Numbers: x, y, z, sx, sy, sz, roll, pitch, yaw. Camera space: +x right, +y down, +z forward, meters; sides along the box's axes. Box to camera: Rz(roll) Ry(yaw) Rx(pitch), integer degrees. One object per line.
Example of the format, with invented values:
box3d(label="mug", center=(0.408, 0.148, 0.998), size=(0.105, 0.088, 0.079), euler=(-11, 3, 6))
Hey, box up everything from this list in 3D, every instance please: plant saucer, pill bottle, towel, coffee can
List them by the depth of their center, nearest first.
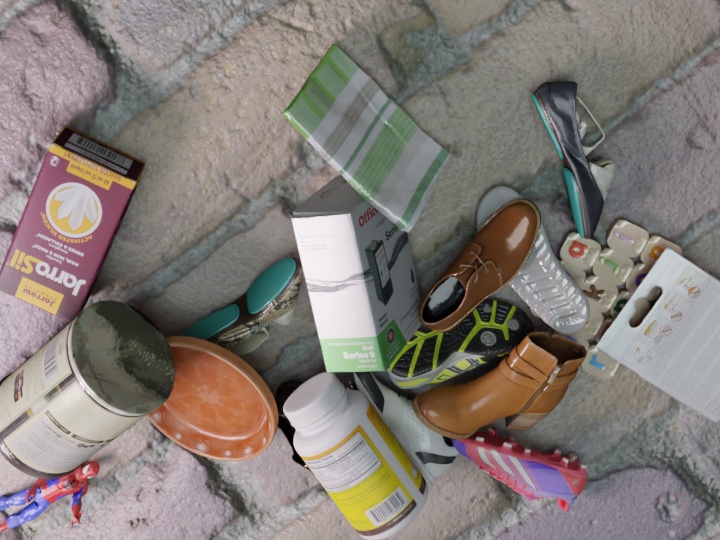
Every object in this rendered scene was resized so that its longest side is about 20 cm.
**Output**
box3d(label="towel", center=(0.013, -0.157, 1.434), size=(0.200, 0.150, 0.031), euler=(43, 135, -15))
box3d(label="coffee can", center=(-0.339, 0.147, 1.497), size=(0.146, 0.147, 0.199), euler=(44, 127, -15))
box3d(label="pill bottle", center=(-0.009, 0.226, 1.522), size=(0.109, 0.109, 0.201), euler=(-32, 107, 10))
box3d(label="plant saucer", center=(-0.195, 0.160, 1.562), size=(0.198, 0.032, 0.202), euler=(14, 132, 15))

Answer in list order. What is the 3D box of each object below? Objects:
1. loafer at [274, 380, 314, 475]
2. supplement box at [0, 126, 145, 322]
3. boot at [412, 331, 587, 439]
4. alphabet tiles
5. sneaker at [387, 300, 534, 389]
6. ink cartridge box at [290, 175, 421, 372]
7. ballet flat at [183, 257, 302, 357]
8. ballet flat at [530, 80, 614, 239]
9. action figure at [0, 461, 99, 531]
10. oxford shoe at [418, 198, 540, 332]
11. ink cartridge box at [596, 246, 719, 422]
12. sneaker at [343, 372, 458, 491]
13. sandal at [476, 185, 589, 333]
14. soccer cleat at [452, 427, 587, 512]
box3d(label="loafer", center=(-0.056, 0.240, 1.599), size=(0.073, 0.071, 0.201), euler=(-28, 104, 39))
box3d(label="supplement box", center=(-0.351, -0.055, 1.492), size=(0.109, 0.086, 0.202), euler=(24, 108, -9))
box3d(label="boot", center=(0.173, 0.136, 1.533), size=(0.198, 0.074, 0.155), euler=(1, 140, -29))
box3d(label="alphabet tiles", center=(0.322, 0.038, 1.571), size=(0.194, 0.015, 0.202), euler=(23, 108, -11))
box3d(label="sneaker", center=(0.124, 0.095, 1.569), size=(0.197, 0.076, 0.077), euler=(-14, 154, -8))
box3d(label="ink cartridge box", center=(0.000, 0.000, 1.476), size=(0.083, 0.146, 0.203), euler=(-3, 112, 26))
box3d(label="ballet flat", center=(-0.134, 0.058, 1.554), size=(0.199, 0.068, 0.075), euler=(-36, 128, 17))
box3d(label="ballet flat", center=(0.267, -0.136, 1.482), size=(0.072, 0.073, 0.202), euler=(-20, 106, 6))
box3d(label="action figure", center=(-0.430, 0.314, 1.619), size=(0.198, 0.099, 0.066), euler=(-30, 109, 7))
box3d(label="oxford shoe", center=(0.145, -0.003, 1.487), size=(0.071, 0.071, 0.201), euler=(41, 99, 13))
box3d(label="ink cartridge box", center=(0.420, 0.079, 1.573), size=(0.199, 0.050, 0.163), euler=(31, 106, -8))
box3d(label="sneaker", center=(0.053, 0.190, 1.602), size=(0.080, 0.074, 0.201), euler=(-39, 108, -9))
box3d(label="sandal", center=(0.211, -0.011, 1.532), size=(0.082, 0.050, 0.204), euler=(-31, 90, 19))
box3d(label="soccer cleat", center=(0.205, 0.261, 1.612), size=(0.198, 0.067, 0.077), euler=(17, 99, -19))
